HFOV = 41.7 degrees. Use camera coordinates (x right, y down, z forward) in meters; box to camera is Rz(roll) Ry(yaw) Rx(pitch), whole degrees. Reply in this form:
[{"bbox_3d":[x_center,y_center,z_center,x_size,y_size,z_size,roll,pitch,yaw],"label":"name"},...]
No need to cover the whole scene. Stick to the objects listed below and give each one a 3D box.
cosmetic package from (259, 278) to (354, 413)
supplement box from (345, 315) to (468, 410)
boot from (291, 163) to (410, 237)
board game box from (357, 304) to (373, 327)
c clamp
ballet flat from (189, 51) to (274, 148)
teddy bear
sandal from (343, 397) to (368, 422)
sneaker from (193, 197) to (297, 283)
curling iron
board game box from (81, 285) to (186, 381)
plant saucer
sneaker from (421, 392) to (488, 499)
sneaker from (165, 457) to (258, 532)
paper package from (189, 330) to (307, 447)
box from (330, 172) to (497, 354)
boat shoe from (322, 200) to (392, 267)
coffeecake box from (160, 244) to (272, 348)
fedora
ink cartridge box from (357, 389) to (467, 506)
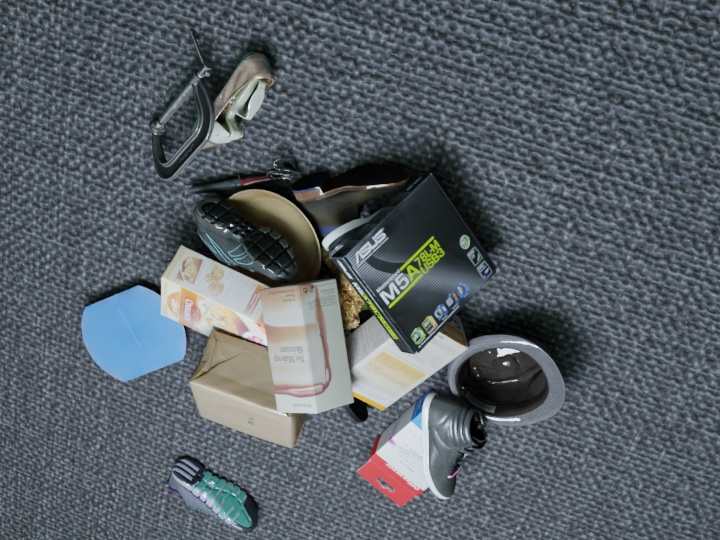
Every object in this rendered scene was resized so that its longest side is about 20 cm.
[{"bbox_3d":[-0.086,0.119,1.492,0.103,0.087,0.200,-9,91,45],"label":"cosmetic package"},{"bbox_3d":[0.058,0.130,1.544,0.126,0.074,0.200,32,122,-35],"label":"supplement box"},{"bbox_3d":[-0.004,-0.109,1.497,0.200,0.075,0.097,-3,124,27],"label":"boot"},{"bbox_3d":[0.055,0.087,1.602,0.120,0.032,0.200,-8,114,21],"label":"board game box"},{"bbox_3d":[-0.280,-0.244,1.483,0.200,0.027,0.171,-44,59,35],"label":"c clamp"},{"bbox_3d":[-0.198,-0.245,1.464,0.200,0.068,0.067,-51,63,30],"label":"ballet flat"},{"bbox_3d":[0.000,0.000,1.525,0.200,0.067,0.145,-35,85,17],"label":"teddy bear"},{"bbox_3d":[-0.022,0.179,1.642,0.048,0.075,0.201,-17,111,18],"label":"sandal"},{"bbox_3d":[-0.186,-0.039,1.533,0.200,0.075,0.079,37,139,13],"label":"sneaker"},{"bbox_3d":[-0.192,-0.150,1.539,0.200,0.026,0.050,-8,151,22],"label":"curling iron"},{"bbox_3d":[-0.408,0.108,1.725,0.200,0.039,0.158,-22,105,18],"label":"board game box"},{"bbox_3d":[-0.148,-0.046,1.565,0.200,0.035,0.201,11,120,21],"label":"plant saucer"},{"bbox_3d":[0.161,0.303,1.573,0.099,0.071,0.200,7,115,33],"label":"sneaker"},{"bbox_3d":[-0.291,0.451,1.863,0.200,0.074,0.088,39,133,3],"label":"sneaker"},{"bbox_3d":[-0.186,0.209,1.633,0.190,0.104,0.200,17,155,5],"label":"paper package"},{"bbox_3d":[0.085,-0.010,1.416,0.193,0.200,0.047,55,158,-20],"label":"box"},{"bbox_3d":[0.040,-0.064,1.458,0.200,0.076,0.060,-30,77,-8],"label":"boat shoe"},{"bbox_3d":[-0.231,0.059,1.596,0.200,0.073,0.154,25,151,0],"label":"coffeecake box"},{"bbox_3d":[0.246,0.164,1.558,0.200,0.090,0.177,-23,107,33],"label":"fedora"},{"bbox_3d":[0.100,0.319,1.687,0.116,0.067,0.200,40,118,-8],"label":"ink cartridge box"}]
